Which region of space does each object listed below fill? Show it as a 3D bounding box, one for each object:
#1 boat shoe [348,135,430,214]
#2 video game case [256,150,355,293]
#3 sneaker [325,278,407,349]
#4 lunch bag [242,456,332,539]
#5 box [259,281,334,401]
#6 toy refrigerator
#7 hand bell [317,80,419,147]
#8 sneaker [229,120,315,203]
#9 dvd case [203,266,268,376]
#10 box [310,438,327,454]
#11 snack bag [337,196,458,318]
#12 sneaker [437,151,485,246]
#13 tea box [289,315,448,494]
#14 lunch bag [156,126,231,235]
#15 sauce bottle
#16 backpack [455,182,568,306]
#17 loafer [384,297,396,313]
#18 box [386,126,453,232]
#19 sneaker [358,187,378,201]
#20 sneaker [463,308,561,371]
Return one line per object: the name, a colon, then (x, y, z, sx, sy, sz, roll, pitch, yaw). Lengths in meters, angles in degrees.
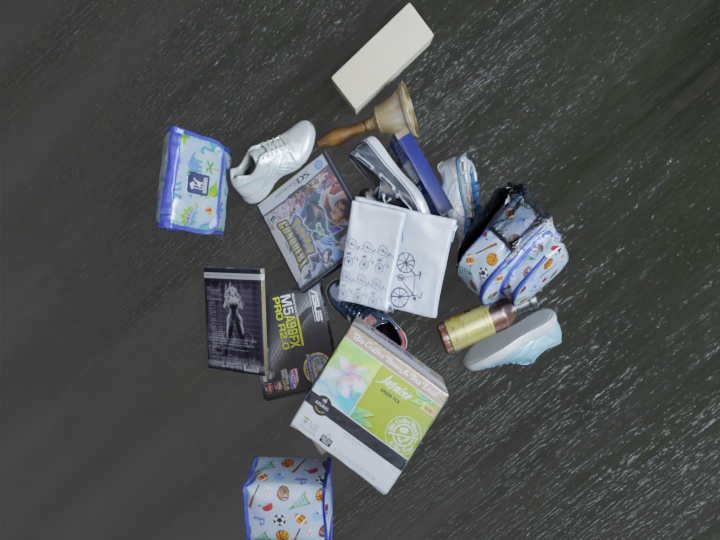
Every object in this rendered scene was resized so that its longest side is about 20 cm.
boat shoe: (0.052, -0.153, 0.997, 0.067, 0.072, 0.202, -36, 88, -18)
video game case: (-0.087, -0.093, 1.032, 0.178, 0.025, 0.204, -33, 75, 12)
sneaker: (0.013, 0.089, 1.035, 0.198, 0.085, 0.076, 39, 93, 2)
lunch bag: (-0.135, 0.482, 1.041, 0.163, 0.124, 0.208, 2, 105, 4)
box: (-0.133, 0.139, 1.066, 0.155, 0.044, 0.207, -12, 91, 5)
toy refrigerator: (0.041, -0.402, 1.030, 0.199, 0.070, 0.076, -43, 95, 5)
hand bell: (0.007, -0.276, 1.038, 0.194, 0.104, 0.108, -17, 90, 16)
sneaker: (-0.167, -0.218, 1.033, 0.200, 0.080, 0.071, -44, 59, 2)
dvd case: (-0.245, 0.097, 1.054, 0.144, 0.016, 0.208, 2, 97, 27)
box: (-0.013, 0.254, 1.038, 0.197, 0.095, 0.079, -36, 90, 5)
snack bag: (0.063, -0.017, 0.964, 0.193, 0.021, 0.195, 14, 104, 10)
sneaker: (0.188, -0.119, 1.036, 0.084, 0.074, 0.208, -2, 99, 36)
tea box: (0.017, 0.221, 0.922, 0.197, 0.134, 0.200, 33, 93, 2)
lunch bag: (-0.314, -0.158, 0.993, 0.123, 0.200, 0.177, 6, 91, 4)
sauce bottle: (0.244, 0.094, 1.032, 0.195, 0.066, 0.068, -23, 90, 2)
backpack: (0.269, -0.024, 0.959, 0.189, 0.199, 0.156, -40, 60, 14)
loafer: (0.000, 0.000, 1.040, 0.062, 0.072, 0.204, -31, 79, 5)
box: (0.115, -0.155, 1.004, 0.032, 0.121, 0.204, -29, 90, -6)
sneaker: (0.074, -0.076, 1.046, 0.112, 0.076, 0.206, -22, 87, -13)
sneaker: (0.296, 0.156, 1.027, 0.196, 0.074, 0.083, -28, 107, 14)
